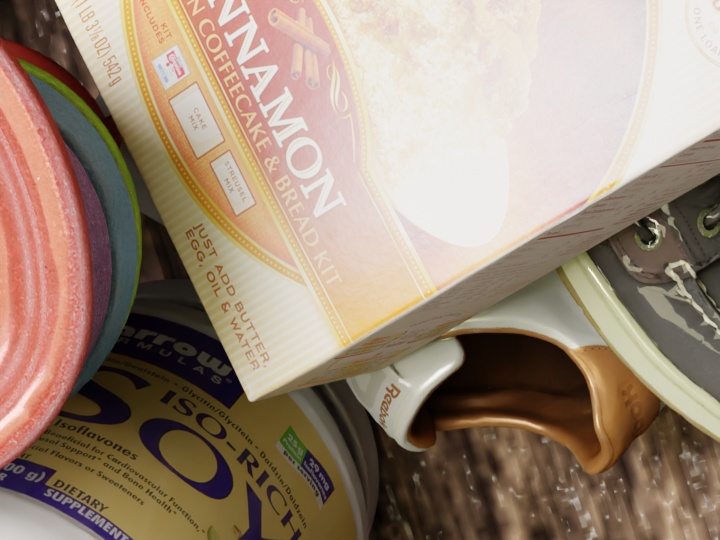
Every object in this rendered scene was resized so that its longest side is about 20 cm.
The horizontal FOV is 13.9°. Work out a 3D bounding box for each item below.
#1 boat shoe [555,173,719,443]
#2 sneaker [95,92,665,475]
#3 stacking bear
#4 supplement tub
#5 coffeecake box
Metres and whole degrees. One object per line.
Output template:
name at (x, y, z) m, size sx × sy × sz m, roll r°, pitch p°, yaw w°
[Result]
boat shoe at (0.087, -0.032, 0.849) m, size 0.201 × 0.072 × 0.066 m, roll 52°, pitch 135°, yaw 6°
sneaker at (0.000, 0.000, 0.886) m, size 0.200 × 0.085 × 0.073 m, roll 20°, pitch 143°, yaw 10°
stacking bear at (-0.112, -0.015, 0.806) m, size 0.121 × 0.200 × 0.114 m, roll -36°, pitch 97°, yaw 9°
supplement tub at (-0.081, 0.094, 0.866) m, size 0.145 × 0.200 × 0.146 m, roll 6°, pitch 113°, yaw 16°
coffeecake box at (0.028, -0.079, 0.792) m, size 0.200 × 0.073 × 0.154 m, roll -31°, pitch 80°, yaw 30°
